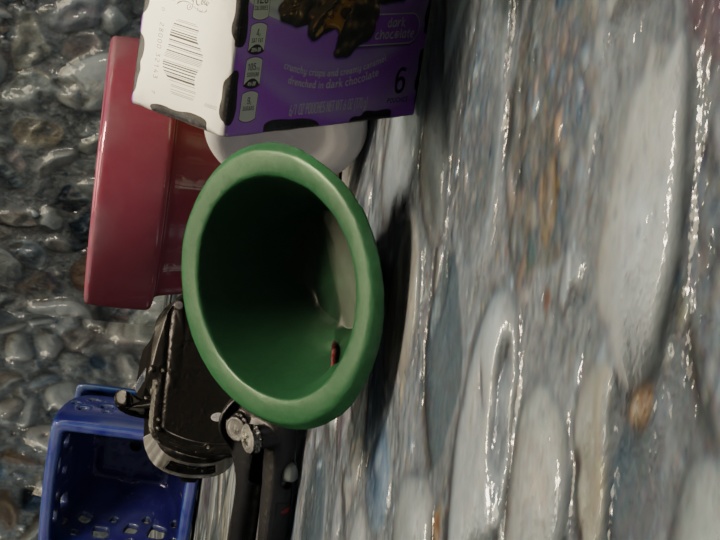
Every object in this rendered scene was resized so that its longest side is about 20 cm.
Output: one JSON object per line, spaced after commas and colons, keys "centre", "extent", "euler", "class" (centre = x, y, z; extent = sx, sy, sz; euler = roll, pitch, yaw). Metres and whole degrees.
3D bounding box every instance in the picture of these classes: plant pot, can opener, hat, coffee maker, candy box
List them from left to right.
{"centre": [-0.309, 0.262, 2.406], "extent": [0.180, 0.198, 0.202], "euler": [-87, 6, -70], "class": "plant pot"}
{"centre": [-0.112, -0.065, 1.373], "extent": [0.200, 0.177, 0.202], "euler": [-173, 90, -81], "class": "plant pot"}
{"centre": [-0.133, 0.088, 1.657], "extent": [0.193, 0.134, 0.200], "euler": [-62, 5, -15], "class": "coffee maker"}
{"centre": [-0.074, 0.172, 1.400], "extent": [0.063, 0.078, 0.202], "euler": [18, 109, 41], "class": "can opener"}
{"centre": [-0.030, -0.182, 0.971], "extent": [0.167, 0.071, 0.202], "euler": [-13, -63, -51], "class": "candy box"}
{"centre": [0.000, 0.000, 1.132], "extent": [0.199, 0.175, 0.167], "euler": [26, 112, 41], "class": "hat"}

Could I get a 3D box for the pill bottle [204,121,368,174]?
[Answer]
{"centre": [-0.051, -0.165, 1.263], "extent": [0.113, 0.111, 0.202], "euler": [107, 166, -50], "class": "pill bottle"}
